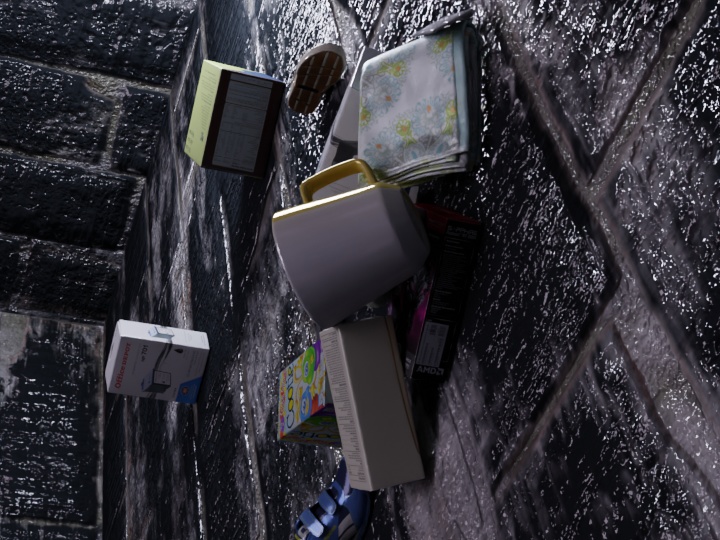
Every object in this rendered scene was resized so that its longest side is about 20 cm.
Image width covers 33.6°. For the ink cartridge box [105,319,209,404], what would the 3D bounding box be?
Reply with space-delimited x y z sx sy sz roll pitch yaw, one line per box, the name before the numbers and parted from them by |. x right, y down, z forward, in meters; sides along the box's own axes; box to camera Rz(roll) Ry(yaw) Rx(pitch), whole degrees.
ink cartridge box | -0.448 0.203 2.626 0.086 0.199 0.147 -121 44 -61

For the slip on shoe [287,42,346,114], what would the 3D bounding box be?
slip on shoe | -0.073 -0.341 2.040 0.200 0.076 0.061 125 161 -62

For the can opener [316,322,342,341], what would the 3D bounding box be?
can opener | -0.064 0.038 1.826 0.053 0.067 0.201 129 145 -55

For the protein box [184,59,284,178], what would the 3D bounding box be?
protein box | -0.262 -0.312 2.446 0.199 0.134 0.201 -141 63 -67

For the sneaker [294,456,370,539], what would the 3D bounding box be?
sneaker | -0.040 0.339 1.599 0.074 0.082 0.201 -147 70 -70

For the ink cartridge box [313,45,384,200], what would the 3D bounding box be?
ink cartridge box | 0.001 -0.192 1.678 0.145 0.083 0.200 -76 8 -55

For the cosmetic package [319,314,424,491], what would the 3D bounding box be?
cosmetic package | 0.012 0.161 1.450 0.104 0.073 0.201 155 103 -74

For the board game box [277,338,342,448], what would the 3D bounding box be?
board game box | -0.035 0.168 1.630 0.200 0.105 0.103 136 139 -60

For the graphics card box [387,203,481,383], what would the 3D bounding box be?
graphics card box | 0.082 0.025 1.451 0.125 0.051 0.201 -146 67 -69

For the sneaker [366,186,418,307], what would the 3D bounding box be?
sneaker | 0.019 -0.034 1.526 0.077 0.080 0.200 95 -170 -47

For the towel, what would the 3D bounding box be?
towel | 0.070 -0.199 1.483 0.171 0.048 0.201 -13 64 35

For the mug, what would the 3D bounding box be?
mug | -0.010 -0.046 1.396 0.187 0.153 0.149 68 -169 8

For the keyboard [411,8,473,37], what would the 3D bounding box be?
keyboard | 0.100 -0.310 1.500 0.200 0.056 0.011 -116 2 -80
